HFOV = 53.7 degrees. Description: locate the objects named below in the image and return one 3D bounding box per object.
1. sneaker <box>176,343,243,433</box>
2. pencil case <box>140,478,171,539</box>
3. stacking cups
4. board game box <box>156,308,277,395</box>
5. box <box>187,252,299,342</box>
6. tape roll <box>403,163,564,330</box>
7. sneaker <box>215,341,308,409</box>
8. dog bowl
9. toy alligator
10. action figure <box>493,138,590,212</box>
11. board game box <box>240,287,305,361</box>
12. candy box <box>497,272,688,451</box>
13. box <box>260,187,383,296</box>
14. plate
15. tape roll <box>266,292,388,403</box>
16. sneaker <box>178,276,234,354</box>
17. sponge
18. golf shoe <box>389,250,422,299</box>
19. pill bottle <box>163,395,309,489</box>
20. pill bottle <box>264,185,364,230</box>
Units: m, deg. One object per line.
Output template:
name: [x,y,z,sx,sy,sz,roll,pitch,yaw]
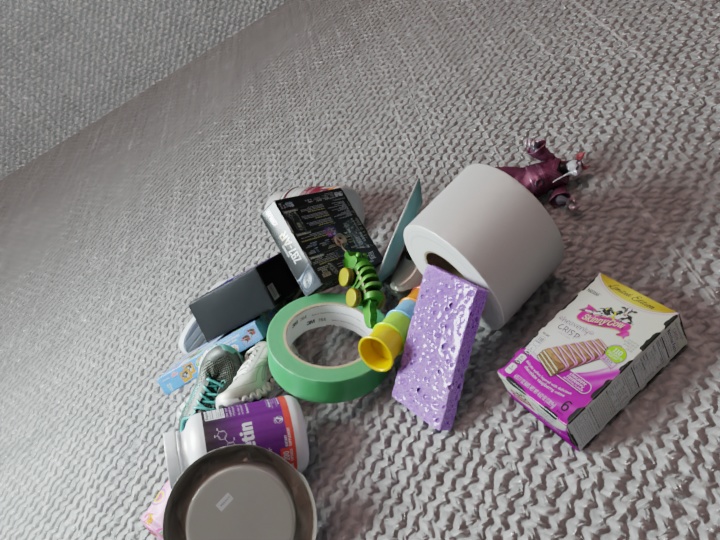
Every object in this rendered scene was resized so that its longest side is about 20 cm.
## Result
sneaker: [-0.245,0.212,1.146,0.092,0.076,0.203,-95,28,-62]
pencil case: [-0.243,0.321,1.084,0.086,0.088,0.201,10,54,45]
stacking cups: [0.074,0.074,1.088,0.060,0.062,0.200,-1,27,38]
board game box: [-0.243,0.135,1.244,0.198,0.037,0.151,-31,5,9]
box: [-0.199,0.042,1.264,0.139,0.080,0.200,-30,4,11]
tape roll: [0.178,-0.033,1.044,0.139,0.204,0.202,-43,36,-14]
sneaker: [-0.165,0.163,1.132,0.074,0.082,0.199,-28,0,34]
dog bowl: [-0.155,0.325,0.928,0.200,0.201,0.059,-42,2,-10]
toy alligator: [0.000,0.000,1.145,0.054,0.058,0.203,-52,44,37]
action figure: [0.291,-0.142,1.196,0.196,0.137,0.149,-18,-6,3]
board game box: [-0.179,0.107,1.331,0.200,0.024,0.104,-43,37,-11]
candy box: [0.293,0.110,0.905,0.199,0.061,0.136,-41,35,-9]
box: [-0.061,-0.055,1.230,0.043,0.162,0.199,-36,-8,34]
plate: [0.070,-0.060,1.216,0.025,0.202,0.202,22,54,3]
tape roll: [-0.048,0.116,1.112,0.195,0.049,0.202,1,38,-1]
sneaker: [-0.297,0.093,1.414,0.070,0.074,0.201,-10,33,44]
sponge: [0.108,0.105,0.990,0.111,0.029,0.204,26,105,53]
golf shoe: [0.106,-0.043,1.214,0.076,0.089,0.201,18,62,47]
pill bottle: [-0.178,0.253,1.021,0.196,0.115,0.113,-9,32,-16]
pill bottle: [-0.098,-0.112,1.436,0.197,0.115,0.115,4,50,42]
